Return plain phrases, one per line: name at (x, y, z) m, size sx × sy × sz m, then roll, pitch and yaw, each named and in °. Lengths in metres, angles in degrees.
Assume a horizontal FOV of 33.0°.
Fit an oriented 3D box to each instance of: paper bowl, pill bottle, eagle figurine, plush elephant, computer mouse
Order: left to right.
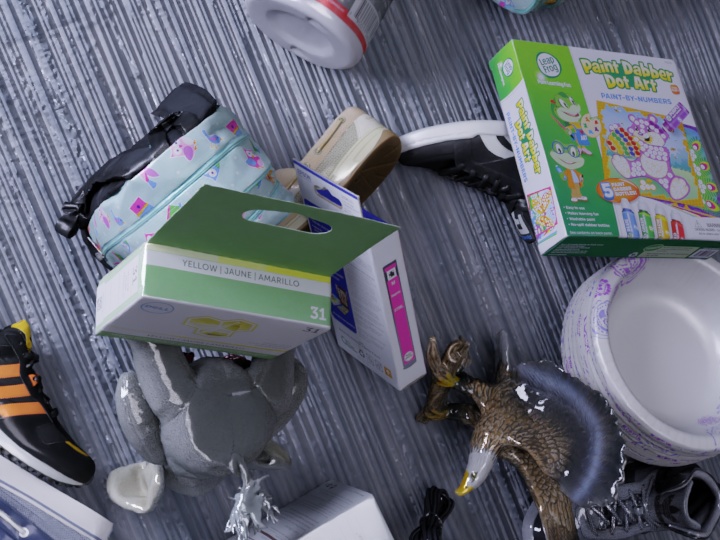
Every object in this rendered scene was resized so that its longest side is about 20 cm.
plush elephant at (-0.130, 0.122, 0.988) m, size 0.164 × 0.155 × 0.201 m, roll -6°, pitch 81°, yaw -31°
pill bottle at (-0.007, -0.288, 1.063) m, size 0.114 × 0.114 × 0.201 m, roll 31°, pitch 77°, yaw -16°
computer mouse at (0.100, 0.294, 1.063) m, size 0.046 × 0.140 × 0.201 m, roll -20°, pitch 96°, yaw 17°
eagle figurine at (0.141, 0.150, 1.065) m, size 0.200 × 0.152 × 0.151 m, roll 29°, pitch 96°, yaw 19°
paper bowl at (0.278, 0.083, 1.138) m, size 0.200 × 0.104 × 0.201 m, roll 9°, pitch 66°, yaw -21°

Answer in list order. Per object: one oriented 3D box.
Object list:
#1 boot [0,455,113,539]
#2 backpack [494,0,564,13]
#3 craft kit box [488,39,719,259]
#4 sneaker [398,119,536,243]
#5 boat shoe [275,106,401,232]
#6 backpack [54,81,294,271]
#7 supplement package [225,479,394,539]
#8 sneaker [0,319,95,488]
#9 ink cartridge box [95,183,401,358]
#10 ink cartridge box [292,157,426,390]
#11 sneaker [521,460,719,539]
boot at (-0.298, 0.191, 0.954) m, size 0.200 × 0.073 × 0.091 m, roll 35°, pitch 71°, yaw -16°
backpack at (0.163, -0.333, 1.085) m, size 0.126 × 0.200 × 0.167 m, roll -26°, pitch 58°, yaw -16°
craft kit box at (0.229, -0.108, 1.111) m, size 0.199 × 0.049 × 0.198 m, roll 0°, pitch 63°, yaw -30°
sneaker at (0.130, -0.079, 1.123) m, size 0.199 × 0.073 × 0.112 m, roll -5°, pitch 87°, yaw -22°
boat shoe at (-0.052, -0.059, 1.067) m, size 0.065 × 0.072 × 0.200 m, roll 40°, pitch 85°, yaw 23°
backpack at (-0.137, -0.062, 0.959) m, size 0.127 × 0.200 × 0.167 m, roll 45°, pitch 73°, yaw -13°
supplement package at (-0.068, 0.277, 1.015) m, size 0.200 × 0.109 × 0.114 m, roll -28°, pitch 96°, yaw -19°
sneaker at (-0.278, 0.089, 0.968) m, size 0.200 × 0.070 × 0.090 m, roll 40°, pitch 78°, yaw -12°
ink cartridge box at (-0.082, 0.009, 0.835) m, size 0.145 × 0.200 × 0.048 m, roll 11°, pitch 69°, yaw -28°
ink cartridge box at (0.000, 0.000, 1.016) m, size 0.037 × 0.095 × 0.201 m, roll -32°, pitch 129°, yaw -22°
sneaker at (0.254, 0.221, 1.134) m, size 0.199 × 0.114 × 0.076 m, roll -16°, pitch 92°, yaw -20°
